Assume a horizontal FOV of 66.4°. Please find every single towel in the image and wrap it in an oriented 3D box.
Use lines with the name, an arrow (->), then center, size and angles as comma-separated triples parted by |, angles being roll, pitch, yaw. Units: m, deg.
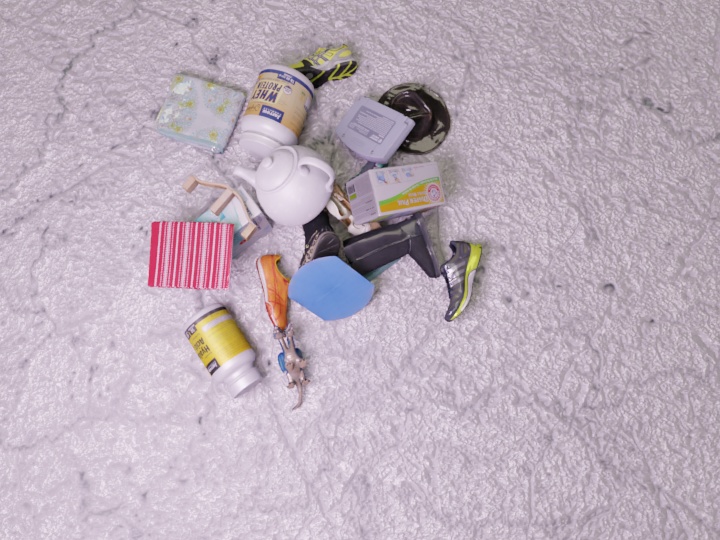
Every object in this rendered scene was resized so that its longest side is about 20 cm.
towel -> -0.370, -0.033, 1.195 | 0.196, 0.022, 0.148 | 2, 87, 10
towel -> -0.411, -0.402, 1.404 | 0.197, 0.048, 0.174 | 18, 81, 5

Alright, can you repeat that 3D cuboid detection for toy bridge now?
toy bridge -> -0.303, -0.152, 1.215 | 0.199, 0.027, 0.067 | 39, 80, 9

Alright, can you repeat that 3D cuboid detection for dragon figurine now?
dragon figurine -> -0.156, 0.216, 1.261 | 0.058, 0.100, 0.203 | -15, 122, -13

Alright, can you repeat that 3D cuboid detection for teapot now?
teapot -> -0.163, -0.206, 1.236 | 0.199, 0.146, 0.199 | -39, 52, 10

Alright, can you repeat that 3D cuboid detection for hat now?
hat -> 0.130, -0.393, 1.365 | 0.197, 0.081, 0.205 | 0, 78, 1

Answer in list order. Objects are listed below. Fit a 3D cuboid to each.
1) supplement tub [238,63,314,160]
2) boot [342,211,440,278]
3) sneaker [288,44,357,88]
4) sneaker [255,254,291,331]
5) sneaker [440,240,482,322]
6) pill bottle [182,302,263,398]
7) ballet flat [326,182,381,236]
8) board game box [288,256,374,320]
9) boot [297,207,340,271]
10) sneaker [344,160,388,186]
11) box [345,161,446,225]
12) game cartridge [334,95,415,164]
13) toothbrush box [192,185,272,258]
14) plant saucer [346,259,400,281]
supplement tub -> -0.207, -0.378, 1.343 | 0.142, 0.145, 0.203 | 17, 80, 5
boot -> 0.073, -0.026, 1.286 | 0.197, 0.066, 0.167 | -22, 103, -4
sneaker -> -0.110, -0.522, 1.410 | 0.197, 0.076, 0.078 | -15, 71, -11
sneaker -> -0.193, 0.057, 1.298 | 0.076, 0.073, 0.204 | -11, 82, -13
sneaker -> 0.221, 0.022, 1.287 | 0.080, 0.074, 0.203 | 18, 73, -2
pill bottle -> -0.309, 0.185, 1.256 | 0.111, 0.111, 0.201 | -36, 80, -5
ballet flat -> -0.026, -0.125, 1.297 | 0.199, 0.071, 0.065 | 42, 40, -1
board game box -> -0.070, 0.034, 1.261 | 0.157, 0.199, 0.039 | -37, 37, 22
boot -> -0.113, -0.044, 1.308 | 0.072, 0.205, 0.155 | 12, 35, -25
sneaker -> 0.010, -0.232, 1.345 | 0.086, 0.074, 0.203 | 17, 81, 10
box -> 0.084, -0.178, 1.263 | 0.197, 0.112, 0.103 | -13, 90, -32
game cartridge -> 0.027, -0.338, 1.332 | 0.134, 0.040, 0.200 | -50, 50, 0
toothbrush box -> -0.318, -0.089, 1.291 | 0.199, 0.147, 0.086 | -39, 81, -6
plant saucer -> 0.000, 0.000, 1.328 | 0.199, 0.019, 0.070 | -36, 80, -4
